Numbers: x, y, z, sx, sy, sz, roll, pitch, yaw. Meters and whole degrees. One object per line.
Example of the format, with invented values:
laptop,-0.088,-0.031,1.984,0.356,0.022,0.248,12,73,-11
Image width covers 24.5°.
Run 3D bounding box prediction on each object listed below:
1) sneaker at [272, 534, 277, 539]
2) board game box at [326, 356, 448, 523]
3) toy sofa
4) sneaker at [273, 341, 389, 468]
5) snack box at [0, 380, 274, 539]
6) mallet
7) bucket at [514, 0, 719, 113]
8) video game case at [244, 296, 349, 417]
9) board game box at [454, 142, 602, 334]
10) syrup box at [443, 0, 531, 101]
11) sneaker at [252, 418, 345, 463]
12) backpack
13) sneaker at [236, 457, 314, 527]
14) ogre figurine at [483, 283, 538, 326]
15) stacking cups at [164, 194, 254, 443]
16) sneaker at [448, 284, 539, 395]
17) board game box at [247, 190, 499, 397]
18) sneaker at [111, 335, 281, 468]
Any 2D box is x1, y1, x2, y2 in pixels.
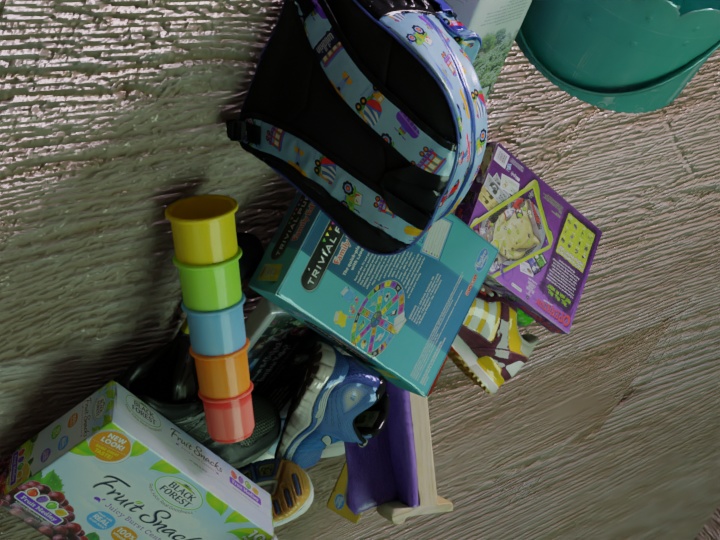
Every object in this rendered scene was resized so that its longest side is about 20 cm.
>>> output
sneaker,-0.094,0.282,1.488,0.072,0.072,0.200,-10,-176,-16
board game box,0.037,0.160,1.819,0.153,0.040,0.201,-52,167,-50
toy sofa,0.029,0.147,1.651,0.096,0.203,0.083,-6,180,-12
sneaker,-0.024,0.139,1.518,0.200,0.088,0.079,117,-8,-62
snack box,-0.189,0.195,1.409,0.142,0.053,0.200,-35,126,21
mallet,-0.140,0.044,1.447,0.065,0.041,0.201,-18,147,-39
bucket,0.227,-0.243,1.407,0.206,0.208,0.135,-25,154,-37
video game case,-0.052,0.081,1.545,0.180,0.024,0.200,-3,147,-35
board game box,0.167,-0.030,1.676,0.199,0.032,0.121,35,65,-41
syrup box,0.071,-0.191,1.371,0.078,0.081,0.201,-23,146,-43
sneaker,-0.057,0.150,1.697,0.199,0.074,0.083,-12,132,-64
backpack,0.019,-0.121,1.254,0.134,0.200,0.184,-17,142,-46
sneaker,-0.138,0.226,1.542,0.197,0.076,0.088,-7,163,7
ogre figurine,0.181,-0.009,1.803,0.121,0.097,0.200,-62,170,-6
stacking cups,-0.118,0.041,1.347,0.060,0.060,0.202,-25,121,-37
sneaker,0.107,0.033,1.700,0.090,0.075,0.201,-43,123,-8
board game box,0.015,-0.003,1.449,0.199,0.047,0.152,36,77,-36
sneaker,-0.135,0.118,1.445,0.198,0.077,0.114,11,140,-37
